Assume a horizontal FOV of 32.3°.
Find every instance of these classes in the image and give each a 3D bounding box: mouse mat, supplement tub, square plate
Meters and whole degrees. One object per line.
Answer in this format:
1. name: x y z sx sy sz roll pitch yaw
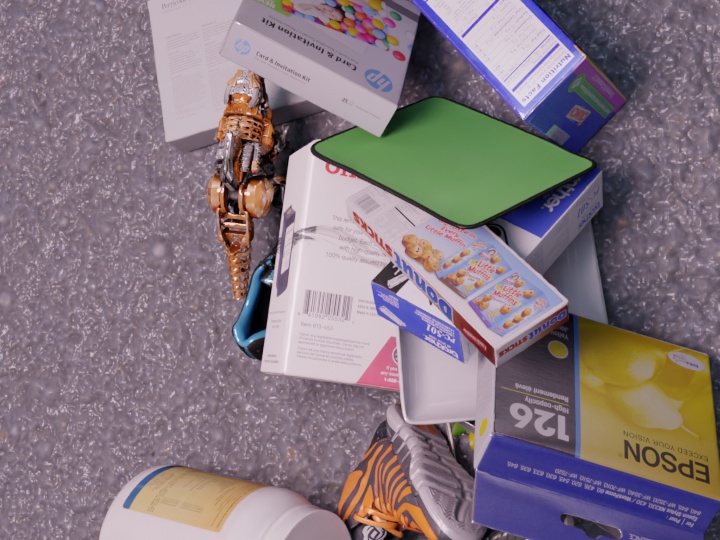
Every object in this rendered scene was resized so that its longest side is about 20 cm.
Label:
1. mouse mat: 0.074 -0.094 1.021 0.199 0.159 0.008 31 135 41
2. supplement tub: -0.118 0.256 1.096 0.197 0.144 0.147 5 84 36
3. square plate: 0.116 0.032 1.056 0.196 0.028 0.202 0 70 -16

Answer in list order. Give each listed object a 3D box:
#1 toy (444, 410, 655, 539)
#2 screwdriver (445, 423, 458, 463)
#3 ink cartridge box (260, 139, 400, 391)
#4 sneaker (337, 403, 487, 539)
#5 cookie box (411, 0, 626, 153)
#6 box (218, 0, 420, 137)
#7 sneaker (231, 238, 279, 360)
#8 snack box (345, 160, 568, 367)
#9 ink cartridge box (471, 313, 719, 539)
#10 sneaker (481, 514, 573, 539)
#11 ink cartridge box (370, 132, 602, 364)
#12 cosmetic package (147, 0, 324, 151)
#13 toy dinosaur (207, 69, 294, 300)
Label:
1. toy: 0.169 0.165 1.037 0.198 0.115 0.048 27 80 22
2. screwdriver: 0.090 0.212 1.106 0.029 0.028 0.203 -28 69 46
3. ink cartridge box: 0.000 0.000 1.103 0.142 0.084 0.204 9 84 -18
4. sneaker: 0.042 0.207 1.062 0.077 0.200 0.113 28 102 -19
5. cookie box: 0.124 -0.205 1.072 0.075 0.171 0.201 -44 71 13
6. box: -0.028 -0.221 1.099 0.154 0.202 0.041 26 132 -10
7. sneaker: -0.053 -0.005 1.161 0.072 0.082 0.203 24 91 24
8. snack box: 0.071 -0.011 0.961 0.071 0.025 0.200 -29 50 -18
9. ink cartridge box: 0.185 0.126 0.967 0.194 0.047 0.202 17 44 -10
10. sneaker: 0.102 0.252 1.044 0.199 0.076 0.078 -35 94 28
11. ink cartridge box: 0.106 -0.023 1.014 0.093 0.045 0.200 28 59 31
12. cosmetic package: -0.107 -0.219 1.228 0.197 0.052 0.154 -13 80 19
13. toy dinosaur: -0.110 -0.082 1.153 0.101 0.136 0.202 27 104 7
